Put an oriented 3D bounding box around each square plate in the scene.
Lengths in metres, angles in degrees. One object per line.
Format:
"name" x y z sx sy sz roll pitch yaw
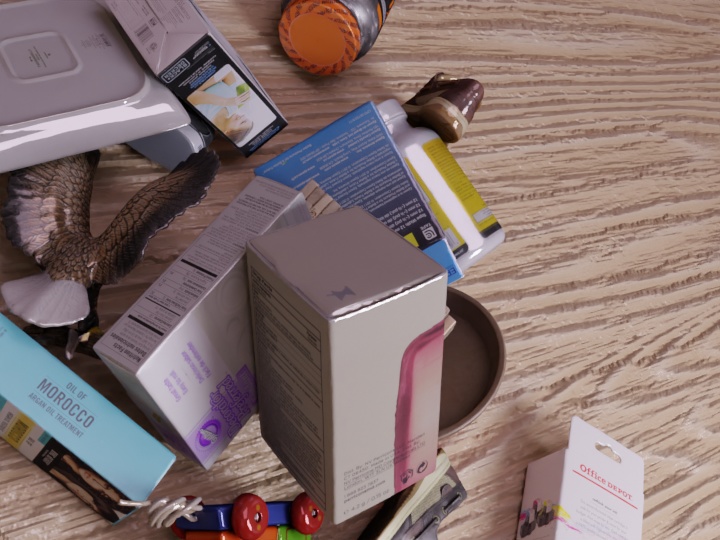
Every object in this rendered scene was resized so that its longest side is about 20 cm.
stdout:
"square plate" -0.273 -0.173 0.741 0.196 0.029 0.201 -20 59 -27

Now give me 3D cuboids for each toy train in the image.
"toy train" -0.111 0.231 0.664 0.199 0.084 0.117 17 67 -53

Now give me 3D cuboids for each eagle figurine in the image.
"eagle figurine" -0.219 -0.030 0.720 0.151 0.150 0.203 19 85 -45

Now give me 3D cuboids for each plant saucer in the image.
"plant saucer" 0.042 0.091 0.843 0.197 0.030 0.201 -6 44 6

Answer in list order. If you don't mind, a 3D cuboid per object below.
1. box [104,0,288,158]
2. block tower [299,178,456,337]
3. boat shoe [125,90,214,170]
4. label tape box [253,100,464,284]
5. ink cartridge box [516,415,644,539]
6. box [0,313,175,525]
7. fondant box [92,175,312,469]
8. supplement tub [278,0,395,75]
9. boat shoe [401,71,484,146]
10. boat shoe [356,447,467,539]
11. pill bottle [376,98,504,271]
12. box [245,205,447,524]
"box" -0.152 -0.199 0.831 0.117 0.060 0.200 54 4 21
"block tower" 0.000 0.000 0.818 0.200 0.054 0.058 42 78 10
"boat shoe" -0.230 -0.179 0.847 0.198 0.074 0.068 31 42 -8
"label tape box" 0.000 -0.047 0.888 0.202 0.142 0.066 62 5 9
"ink cartridge box" 0.231 0.271 0.915 0.114 0.068 0.201 32 51 -16
"box" -0.242 0.109 0.668 0.200 0.082 0.049 41 52 -8
"fondant box" -0.107 0.043 0.728 0.058 0.145 0.200 23 60 34
"supplement tub" -0.021 -0.333 1.048 0.122 0.122 0.201 33 51 -14
"boat shoe" 0.097 -0.191 1.009 0.072 0.200 0.072 40 90 -8
"boat shoe" 0.042 0.245 0.795 0.065 0.073 0.200 45 48 2
"pill bottle" 0.064 -0.086 0.973 0.112 0.112 0.201 -30 83 -42
"box" -0.012 0.072 0.693 0.108 0.202 0.128 -19 37 -28
